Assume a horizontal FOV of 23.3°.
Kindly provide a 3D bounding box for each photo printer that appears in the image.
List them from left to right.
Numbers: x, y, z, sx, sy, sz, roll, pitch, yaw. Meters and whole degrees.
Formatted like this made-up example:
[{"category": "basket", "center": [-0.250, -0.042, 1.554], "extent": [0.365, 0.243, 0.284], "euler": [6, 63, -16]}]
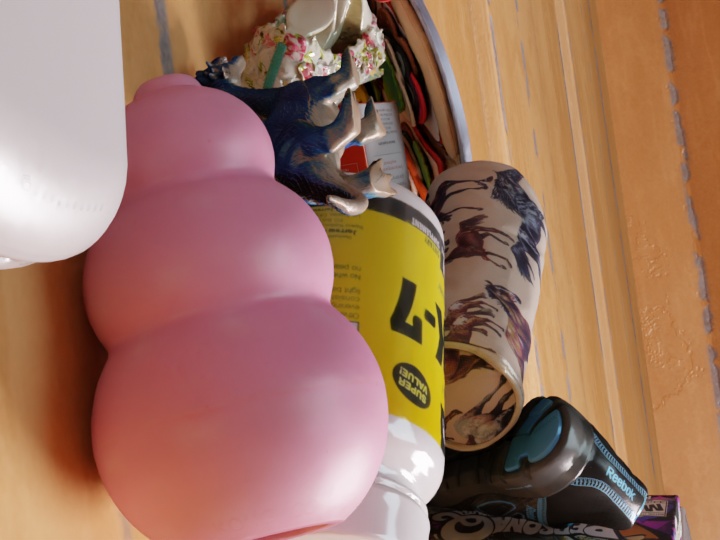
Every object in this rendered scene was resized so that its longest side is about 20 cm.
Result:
[{"category": "photo printer", "center": [-0.138, -0.103, 0.591], "extent": [0.166, 0.069, 0.201], "euler": [38, 46, -69]}]

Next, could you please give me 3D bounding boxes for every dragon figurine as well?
[{"category": "dragon figurine", "center": [-0.040, -0.052, 0.843], "extent": [0.200, 0.099, 0.059], "euler": [-97, 163, -57]}]

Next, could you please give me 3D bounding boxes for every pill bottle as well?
[{"category": "pill bottle", "center": [-0.013, 0.061, 0.889], "extent": [0.114, 0.114, 0.201], "euler": [61, 26, -53]}]

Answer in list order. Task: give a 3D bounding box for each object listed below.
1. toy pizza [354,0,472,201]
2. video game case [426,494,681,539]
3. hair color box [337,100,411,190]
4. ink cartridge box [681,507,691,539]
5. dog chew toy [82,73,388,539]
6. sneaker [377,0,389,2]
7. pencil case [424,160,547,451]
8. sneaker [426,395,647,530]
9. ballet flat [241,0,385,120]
[{"category": "toy pizza", "center": [0.021, -0.117, 1.167], "extent": [0.200, 0.032, 0.201], "euler": [161, -90, -77]}, {"category": "video game case", "center": [0.082, 0.176, 1.008], "extent": [0.181, 0.199, 0.036], "euler": [-49, 136, -70]}, {"category": "hair color box", "center": [0.000, 0.000, 1.071], "extent": [0.101, 0.061, 0.201], "euler": [-20, 100, -74]}, {"category": "ink cartridge box", "center": [0.508, 0.510, 2.750], "extent": [0.200, 0.047, 0.199], "euler": [-66, 147, -61]}, {"category": "dog chew toy", "center": [-0.061, 0.015, 0.735], "extent": [0.124, 0.124, 0.201], "euler": [27, 48, -72]}, {"category": "sneaker", "center": [-0.010, -0.211, 1.026], "extent": [0.067, 0.201, 0.109], "euler": [17, 81, -30]}, {"category": "pencil case", "center": [0.063, 0.017, 1.036], "extent": [0.078, 0.089, 0.200], "euler": [42, 33, -20]}, {"category": "sneaker", "center": [0.090, 0.123, 1.031], "extent": [0.082, 0.200, 0.073], "euler": [37, 75, -16]}, {"category": "ballet flat", "center": [-0.021, -0.137, 1.028], "extent": [0.200, 0.075, 0.064], "euler": [-66, 173, -65]}]
